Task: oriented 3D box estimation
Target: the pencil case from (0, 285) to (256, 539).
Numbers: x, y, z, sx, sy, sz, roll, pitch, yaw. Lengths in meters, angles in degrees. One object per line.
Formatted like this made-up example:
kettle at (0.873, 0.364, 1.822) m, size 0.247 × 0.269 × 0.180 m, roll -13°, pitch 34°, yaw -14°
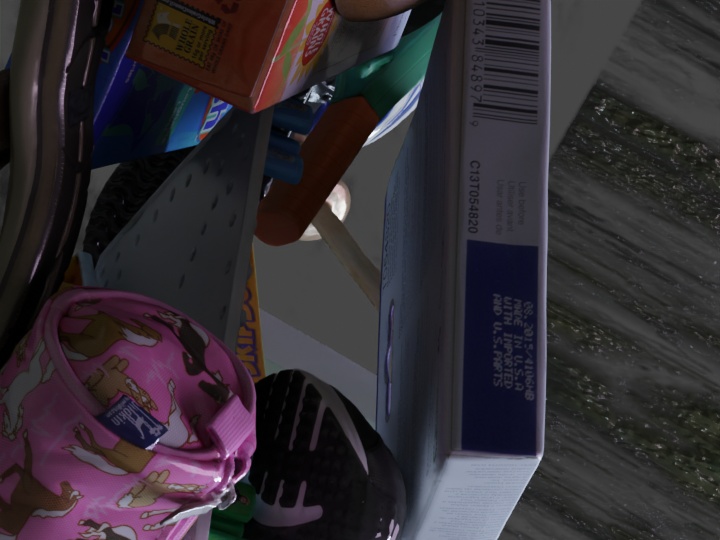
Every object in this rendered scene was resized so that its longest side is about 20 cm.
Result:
pencil case at (-0.115, 0.102, 0.759) m, size 0.200 × 0.083 × 0.087 m, roll -55°, pitch -145°, yaw 26°

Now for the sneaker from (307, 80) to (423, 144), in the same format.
sneaker at (0.026, -0.146, 1.297) m, size 0.088 × 0.075 × 0.200 m, roll -51°, pitch 167°, yaw -48°

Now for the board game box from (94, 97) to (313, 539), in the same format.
board game box at (-0.079, 0.051, 0.877) m, size 0.200 × 0.026 × 0.201 m, roll -40°, pitch -142°, yaw 56°

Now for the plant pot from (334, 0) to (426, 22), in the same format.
plant pot at (0.044, -0.180, 0.795) m, size 0.200 × 0.027 × 0.201 m, roll 23°, pitch 90°, yaw -80°

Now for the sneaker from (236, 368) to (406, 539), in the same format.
sneaker at (-0.015, 0.079, 0.834) m, size 0.074 × 0.080 × 0.200 m, roll -71°, pitch -162°, yaw -2°

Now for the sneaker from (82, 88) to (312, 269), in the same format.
sneaker at (-0.062, -0.070, 1.049) m, size 0.200 × 0.070 × 0.090 m, roll -59°, pitch 180°, yaw 12°

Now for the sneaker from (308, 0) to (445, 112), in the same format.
sneaker at (0.018, -0.132, 1.193) m, size 0.200 × 0.104 × 0.060 m, roll -64°, pitch 171°, yaw 24°

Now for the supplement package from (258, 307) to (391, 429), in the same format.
supplement package at (-0.071, 0.139, 1.277) m, size 0.200 × 0.191 × 0.147 m, roll -61°, pitch 173°, yaw 7°

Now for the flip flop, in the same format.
flip flop at (-0.127, -0.049, 0.765) m, size 0.081 × 0.057 × 0.201 m, roll -70°, pitch 169°, yaw -83°

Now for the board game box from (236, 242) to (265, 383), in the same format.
board game box at (-0.071, 0.010, 1.098) m, size 0.096 × 0.030 × 0.201 m, roll 112°, pitch -22°, yaw -56°

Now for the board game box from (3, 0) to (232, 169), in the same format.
board game box at (-0.071, -0.122, 0.890) m, size 0.152 × 0.045 × 0.200 m, roll -64°, pitch 172°, yaw 13°

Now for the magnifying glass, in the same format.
magnifying glass at (0.005, -0.082, 0.949) m, size 0.079 × 0.022 × 0.200 m, roll -14°, pitch -146°, yaw 40°

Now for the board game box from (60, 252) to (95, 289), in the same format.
board game box at (-0.156, 0.116, 0.923) m, size 0.200 × 0.026 × 0.200 m, roll -63°, pitch -159°, yaw 21°

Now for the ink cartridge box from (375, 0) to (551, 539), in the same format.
ink cartridge box at (0.038, 0.012, 0.865) m, size 0.200 × 0.040 × 0.200 m, roll 109°, pitch -16°, yaw -67°

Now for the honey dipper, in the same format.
honey dipper at (0.000, 0.000, 1.009) m, size 0.038 × 0.200 × 0.038 m, roll -14°, pitch 128°, yaw -18°

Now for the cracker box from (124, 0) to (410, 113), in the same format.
cracker box at (-0.011, -0.144, 0.833) m, size 0.134 × 0.058 × 0.200 m, roll -68°, pitch 170°, yaw 17°
